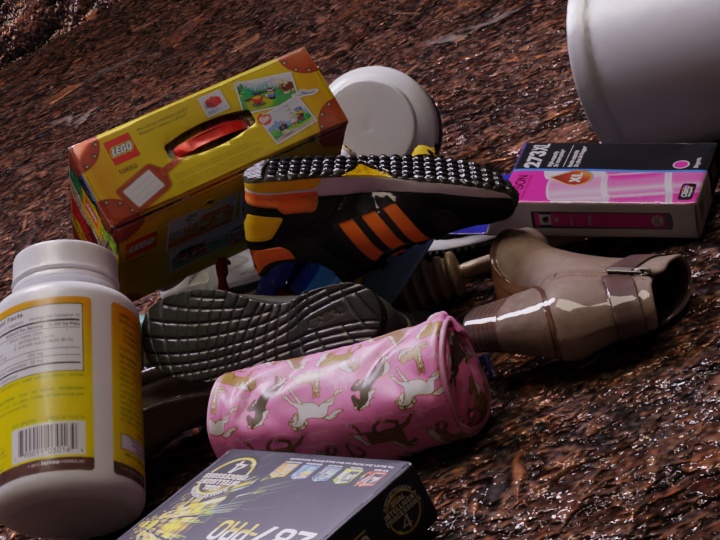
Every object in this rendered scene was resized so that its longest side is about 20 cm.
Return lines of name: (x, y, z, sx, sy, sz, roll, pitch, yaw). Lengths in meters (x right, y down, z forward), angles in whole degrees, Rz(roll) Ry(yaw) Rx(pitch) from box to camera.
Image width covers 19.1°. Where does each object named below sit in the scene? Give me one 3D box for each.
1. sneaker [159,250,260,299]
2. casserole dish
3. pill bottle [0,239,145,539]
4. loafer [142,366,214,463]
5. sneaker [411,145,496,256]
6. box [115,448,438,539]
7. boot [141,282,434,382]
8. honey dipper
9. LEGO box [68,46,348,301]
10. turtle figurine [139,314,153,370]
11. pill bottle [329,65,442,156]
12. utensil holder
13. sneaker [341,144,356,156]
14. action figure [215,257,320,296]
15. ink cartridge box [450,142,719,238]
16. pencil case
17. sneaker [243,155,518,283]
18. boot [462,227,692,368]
sneaker: (-0.108, -0.026, 1.843, 0.075, 0.116, 0.200, -12, 12, 36)
casserole dish: (0.000, 0.000, 1.682, 0.121, 0.039, 0.200, -56, 14, -20)
pill bottle: (-0.211, 0.084, 1.535, 0.109, 0.109, 0.201, -17, 61, 24)
loafer: (-0.164, 0.115, 1.616, 0.199, 0.068, 0.076, -11, -20, 4)
sneaker: (0.067, -0.060, 1.742, 0.070, 0.091, 0.200, -10, 2, -41)
box: (-0.071, 0.177, 1.336, 0.161, 0.049, 0.200, -39, 22, -31)
boot: (-0.049, 0.054, 1.574, 0.199, 0.068, 0.131, -5, -11, 21)
honey dipper: (0.126, -0.016, 1.657, 0.199, 0.038, 0.038, -20, 18, 10)
LEGO box: (-0.118, -0.069, 1.642, 0.199, 0.077, 0.149, -25, -20, -17)
turtle figurine: (-0.210, 0.067, 1.733, 0.149, 0.101, 0.200, -35, 12, -33)
pill bottle: (0.015, -0.126, 1.917, 0.110, 0.112, 0.200, -23, 0, 6)
utensil holder: (0.290, -0.190, 1.718, 0.199, 0.171, 0.170, -13, 21, 31)
sneaker: (-0.069, -0.055, 1.820, 0.109, 0.070, 0.200, -52, 19, -13)
action figure: (-0.070, -0.001, 1.661, 0.201, 0.065, 0.099, -60, 34, 15)
ink cartridge box: (0.169, -0.062, 1.631, 0.199, 0.037, 0.095, -1, 32, 21)
pencil case: (-0.010, 0.090, 1.451, 0.199, 0.083, 0.087, -17, 20, 27)
sneaker: (0.014, -0.033, 1.557, 0.199, 0.091, 0.070, 1, 17, 0)
boot: (0.159, 0.011, 1.497, 0.145, 0.071, 0.200, -10, 22, 22)
